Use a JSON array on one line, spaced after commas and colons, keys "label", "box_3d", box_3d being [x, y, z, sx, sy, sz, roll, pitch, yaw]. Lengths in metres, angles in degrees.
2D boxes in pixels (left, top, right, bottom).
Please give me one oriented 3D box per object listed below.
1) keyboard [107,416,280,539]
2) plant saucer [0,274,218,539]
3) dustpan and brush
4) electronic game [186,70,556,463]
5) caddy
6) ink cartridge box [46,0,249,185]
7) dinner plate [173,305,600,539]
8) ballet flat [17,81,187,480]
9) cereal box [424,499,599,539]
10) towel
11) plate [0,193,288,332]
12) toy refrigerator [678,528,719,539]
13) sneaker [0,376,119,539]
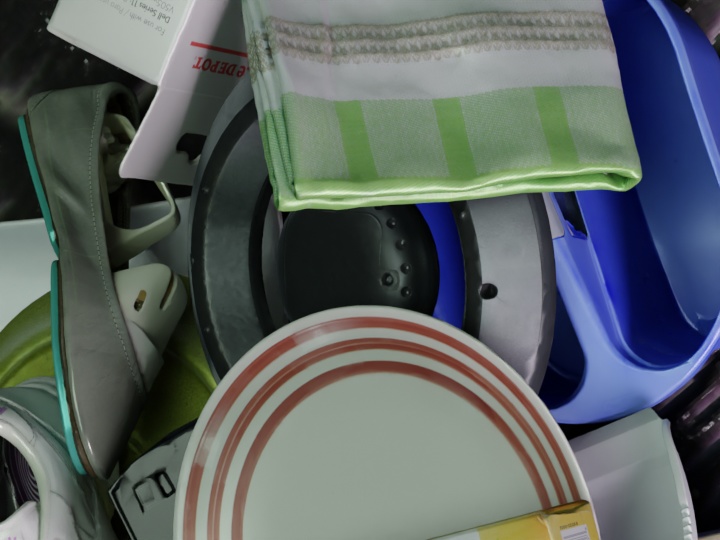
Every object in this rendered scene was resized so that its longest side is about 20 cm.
[{"label": "keyboard", "box_3d": [-0.041, 0.160, 1.088, 0.104, 0.040, 0.200, -27, 86, 3]}, {"label": "plant saucer", "box_3d": [-0.110, 0.099, 1.171, 0.200, 0.031, 0.200, 0, 90, 24]}, {"label": "dustpan and brush", "box_3d": [0.086, 0.169, 1.012, 0.139, 0.057, 0.200, -25, 79, 23]}, {"label": "electronic game", "box_3d": [0.000, 0.000, 1.068, 0.200, 0.042, 0.200, 7, 100, 42]}, {"label": "caddy", "box_3d": [0.086, -0.036, 1.074, 0.141, 0.105, 0.200, -21, 80, 22]}, {"label": "ink cartridge box", "box_3d": [-0.063, -0.140, 1.139, 0.067, 0.117, 0.200, 29, 100, 24]}, {"label": "dinner plate", "box_3d": [0.011, 0.113, 1.022, 0.200, 0.024, 0.201, 4, 97, 32]}, {"label": "ballet flat", "box_3d": [-0.107, -0.003, 1.133, 0.064, 0.067, 0.200, -14, 55, 1]}, {"label": "cereal box", "box_3d": [0.014, 0.178, 0.989, 0.200, 0.040, 0.144, -18, 84, 33]}, {"label": "towel", "box_3d": [0.023, -0.118, 1.015, 0.149, 0.031, 0.200, -6, 63, -12]}, {"label": "plate", "box_3d": [-0.112, 0.071, 1.206, 0.200, 0.032, 0.200, -7, 86, 25]}, {"label": "toy refrigerator", "box_3d": [0.085, 0.156, 1.088, 0.200, 0.076, 0.070, -14, 83, 24]}, {"label": "sneaker", "box_3d": [-0.132, 0.144, 1.109, 0.075, 0.100, 0.200, -25, 80, 20]}]
